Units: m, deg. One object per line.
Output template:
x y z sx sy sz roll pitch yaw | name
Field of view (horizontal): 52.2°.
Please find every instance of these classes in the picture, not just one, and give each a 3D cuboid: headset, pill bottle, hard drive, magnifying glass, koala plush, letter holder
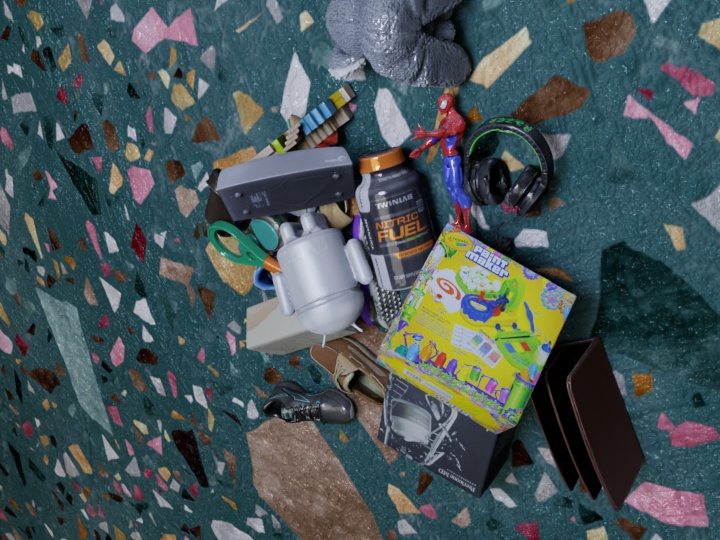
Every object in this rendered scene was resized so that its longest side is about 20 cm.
0.195 -0.106 1.006 0.122 0.094 0.203 18 136 29 | headset
0.053 -0.081 1.114 0.105 0.106 0.204 -5 107 37 | pill bottle
-0.108 -0.129 1.095 0.195 0.135 0.043 -11 72 -1 | hard drive
-0.176 -0.024 1.246 0.197 0.022 0.080 29 144 17 | magnifying glass
0.026 -0.337 0.991 0.198 0.182 0.181 22 122 40 | koala plush
0.306 0.222 1.041 0.099 0.142 0.204 -16 101 39 | letter holder

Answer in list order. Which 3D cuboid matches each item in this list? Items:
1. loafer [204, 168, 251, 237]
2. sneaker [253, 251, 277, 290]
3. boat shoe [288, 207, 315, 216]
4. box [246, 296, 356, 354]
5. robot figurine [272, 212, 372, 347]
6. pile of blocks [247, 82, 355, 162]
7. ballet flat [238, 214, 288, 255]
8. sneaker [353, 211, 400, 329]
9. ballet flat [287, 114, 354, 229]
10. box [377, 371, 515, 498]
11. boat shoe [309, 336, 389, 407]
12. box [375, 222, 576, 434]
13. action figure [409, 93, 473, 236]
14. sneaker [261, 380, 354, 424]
-0.234 -0.103 1.272 0.073 0.071 0.201 44 166 16 | loafer
-0.108 -0.007 1.280 0.198 0.082 0.075 -21 96 39 | sneaker
-0.148 -0.126 1.230 0.198 0.065 0.075 22 133 50 | boat shoe
-0.107 0.088 1.302 0.198 0.094 0.080 -20 65 38 | box
-0.062 0.013 1.156 0.167 0.112 0.204 -23 84 23 | robot figurine
-0.077 -0.201 1.120 0.063 0.199 0.082 51 175 -13 | pile of blocks
-0.157 -0.068 1.268 0.075 0.073 0.199 63 153 -5 | ballet flat
0.000 0.000 1.213 0.098 0.069 0.205 3 111 37 | sneaker
-0.060 -0.163 1.201 0.062 0.069 0.204 -16 105 10 | ballet flat
0.147 0.209 1.167 0.197 0.123 0.200 24 125 25 | box
-0.012 0.177 1.298 0.197 0.074 0.077 22 122 27 | boat shoe
0.152 0.081 1.000 0.197 0.195 0.122 30 164 7 | box
0.108 -0.146 1.050 0.065 0.097 0.205 -133 36 -66 | action figure
-0.101 0.267 1.401 0.196 0.079 0.077 2 112 34 | sneaker
